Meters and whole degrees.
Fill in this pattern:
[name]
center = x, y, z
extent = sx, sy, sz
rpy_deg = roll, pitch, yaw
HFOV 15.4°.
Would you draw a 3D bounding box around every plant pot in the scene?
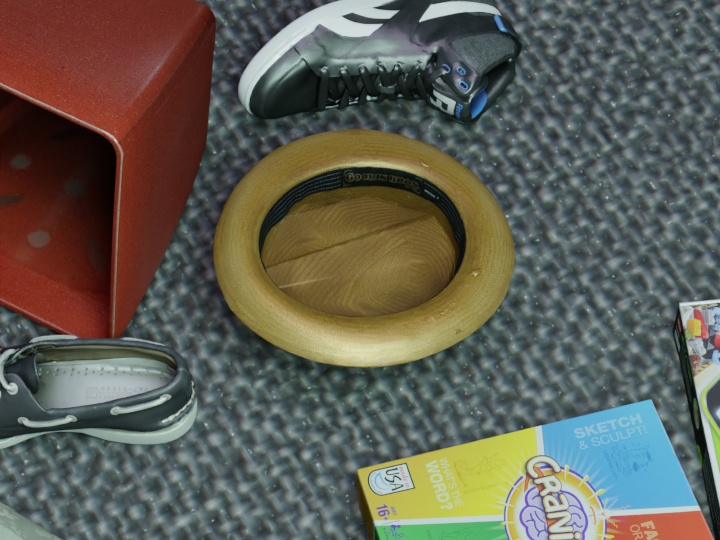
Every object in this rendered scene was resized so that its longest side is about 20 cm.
[plant pot]
center = -0.199, -0.102, 1.775
extent = 0.199, 0.201, 0.176
rpy_deg = 25, 48, 16

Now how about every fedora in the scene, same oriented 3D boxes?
[fedora]
center = 0.000, 0.000, 1.762
extent = 0.199, 0.082, 0.201
rpy_deg = 3, 55, -4

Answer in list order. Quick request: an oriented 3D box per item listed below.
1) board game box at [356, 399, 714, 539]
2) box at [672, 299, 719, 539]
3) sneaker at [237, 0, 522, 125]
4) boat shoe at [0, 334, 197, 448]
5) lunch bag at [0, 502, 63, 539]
[board game box]
center = 0.112, 0.169, 1.661
extent = 0.199, 0.040, 0.153
rpy_deg = -13, 48, -8
[box]
center = 0.273, 0.109, 1.718
extent = 0.109, 0.035, 0.201
rpy_deg = -6, 57, -4
[sneaker]
center = 0.023, -0.137, 1.854
extent = 0.199, 0.073, 0.112
rpy_deg = -28, 60, -18
[boat shoe]
center = -0.206, 0.076, 1.726
extent = 0.199, 0.060, 0.074
rpy_deg = 4, 58, 3
[lunch bag]
center = -0.209, 0.206, 1.559
extent = 0.164, 0.200, 0.118
rpy_deg = 31, 62, 18
